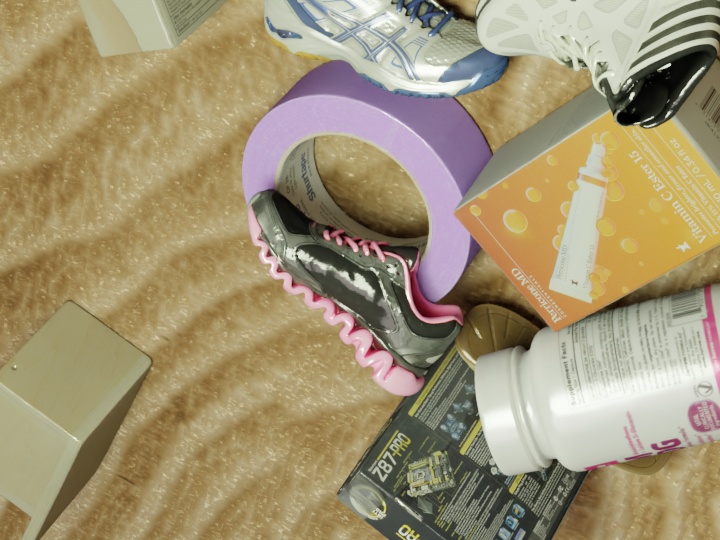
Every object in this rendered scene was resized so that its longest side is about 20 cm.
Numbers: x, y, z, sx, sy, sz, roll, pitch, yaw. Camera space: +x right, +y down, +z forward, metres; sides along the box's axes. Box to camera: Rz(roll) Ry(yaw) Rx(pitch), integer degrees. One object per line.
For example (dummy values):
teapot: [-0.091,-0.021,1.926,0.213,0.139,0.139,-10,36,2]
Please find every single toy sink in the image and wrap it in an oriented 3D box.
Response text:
toy sink: [-0.305,0.149,1.721,0.112,0.130,0.200,35,135,4]

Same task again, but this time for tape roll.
tape roll: [0.007,-0.065,1.413,0.199,0.066,0.201,16,130,20]

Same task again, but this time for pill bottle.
pill bottle: [0.194,0.087,1.341,0.199,0.114,0.114,-15,116,17]

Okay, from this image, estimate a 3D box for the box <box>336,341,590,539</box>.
box: [0.093,0.160,1.436,0.161,0.200,0.049,39,134,-2]

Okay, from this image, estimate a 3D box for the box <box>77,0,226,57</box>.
box: [-0.183,-0.273,1.352,0.077,0.095,0.201,-2,120,33]

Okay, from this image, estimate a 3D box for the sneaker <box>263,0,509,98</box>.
sneaker: [0.015,-0.190,1.307,0.199,0.075,0.089,17,130,19]

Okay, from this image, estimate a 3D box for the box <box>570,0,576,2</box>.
box: [0.120,-0.269,1.095,0.141,0.200,0.079,33,134,4]

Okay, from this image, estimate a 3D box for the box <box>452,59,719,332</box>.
box: [0.186,-0.063,1.282,0.124,0.098,0.200,48,134,-9]

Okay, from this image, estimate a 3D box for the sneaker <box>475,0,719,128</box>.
sneaker: [0.149,-0.148,1.171,0.200,0.116,0.076,-9,147,41]

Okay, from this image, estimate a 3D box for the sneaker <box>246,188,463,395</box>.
sneaker: [0.000,0.000,1.386,0.200,0.079,0.095,45,112,-7]

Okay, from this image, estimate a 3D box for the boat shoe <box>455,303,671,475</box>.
boat shoe: [0.165,0.095,1.446,0.200,0.071,0.065,36,171,5]
